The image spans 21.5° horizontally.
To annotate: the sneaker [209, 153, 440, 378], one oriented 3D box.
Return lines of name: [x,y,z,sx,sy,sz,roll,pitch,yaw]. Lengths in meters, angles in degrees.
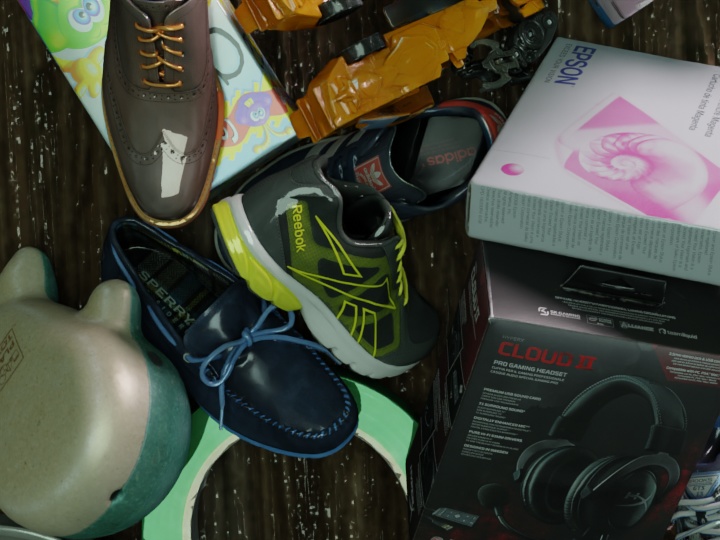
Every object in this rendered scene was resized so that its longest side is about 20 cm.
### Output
sneaker: [0.000,0.000,1.117,0.084,0.200,0.075,-33,53,20]

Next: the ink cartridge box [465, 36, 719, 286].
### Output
ink cartridge box: [0.181,-0.063,1.083,0.198,0.197,0.044,11,123,15]

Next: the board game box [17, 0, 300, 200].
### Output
board game box: [-0.127,-0.141,1.148,0.104,0.103,0.201,-32,92,3]

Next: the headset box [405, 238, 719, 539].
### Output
headset box: [0.120,0.075,1.086,0.147,0.078,0.201,10,128,-10]

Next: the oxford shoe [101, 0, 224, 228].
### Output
oxford shoe: [-0.115,-0.124,1.059,0.071,0.073,0.202,-3,93,1]

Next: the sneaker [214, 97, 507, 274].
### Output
sneaker: [-0.001,-0.053,1.159,0.199,0.085,0.075,-27,93,3]

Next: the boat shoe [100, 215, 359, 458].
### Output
boat shoe: [-0.088,0.041,1.138,0.199,0.069,0.084,30,62,19]

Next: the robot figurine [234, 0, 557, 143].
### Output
robot figurine: [0.028,-0.159,1.128,0.199,0.058,0.146,-28,92,-35]

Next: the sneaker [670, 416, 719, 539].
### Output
sneaker: [0.208,0.151,1.121,0.076,0.201,0.085,-7,131,34]

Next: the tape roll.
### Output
tape roll: [-0.036,0.160,1.192,0.198,0.048,0.203,0,94,2]

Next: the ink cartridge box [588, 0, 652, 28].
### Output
ink cartridge box: [0.148,-0.210,1.087,0.066,0.200,0.116,-33,93,3]

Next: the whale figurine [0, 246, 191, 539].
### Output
whale figurine: [-0.171,0.074,1.147,0.103,0.200,0.160,22,110,-41]

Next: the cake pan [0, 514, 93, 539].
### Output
cake pan: [-0.210,0.233,1.174,0.198,0.037,0.202,3,117,7]
